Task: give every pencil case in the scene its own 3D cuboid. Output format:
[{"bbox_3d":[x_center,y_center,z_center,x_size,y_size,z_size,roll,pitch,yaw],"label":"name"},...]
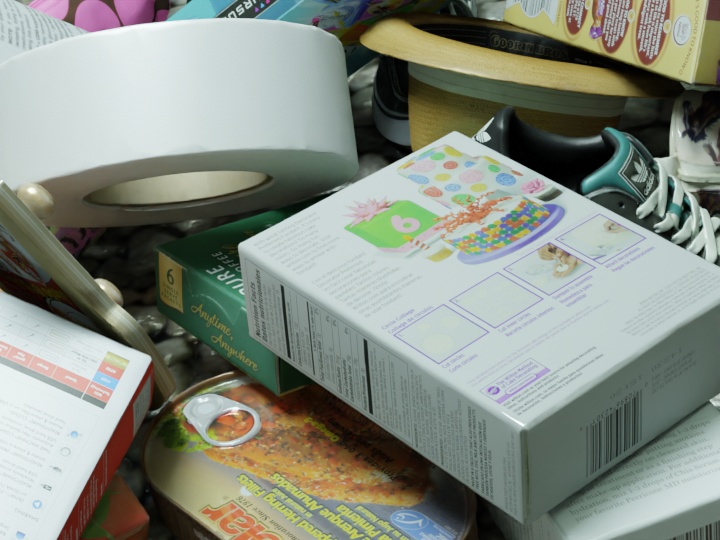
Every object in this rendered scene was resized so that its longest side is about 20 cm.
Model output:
[{"bbox_3d":[0.267,-0.058,1.093,0.198,0.079,0.089,3,11,18],"label":"pencil case"},{"bbox_3d":[-0.209,-0.160,1.352,0.090,0.094,0.200,8,38,25],"label":"pencil case"}]

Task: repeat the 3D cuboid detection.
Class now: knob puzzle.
[{"bbox_3d":[-0.155,-0.001,0.996,0.219,0.220,0.030,28,70,42],"label":"knob puzzle"}]

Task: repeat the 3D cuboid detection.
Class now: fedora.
[{"bbox_3d":[0.091,-0.097,1.168,0.199,0.083,0.201,10,14,-3],"label":"fedora"}]

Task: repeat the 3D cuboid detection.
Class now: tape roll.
[{"bbox_3d":[-0.103,-0.076,1.071,0.200,0.071,0.202,-7,-7,-1],"label":"tape roll"}]

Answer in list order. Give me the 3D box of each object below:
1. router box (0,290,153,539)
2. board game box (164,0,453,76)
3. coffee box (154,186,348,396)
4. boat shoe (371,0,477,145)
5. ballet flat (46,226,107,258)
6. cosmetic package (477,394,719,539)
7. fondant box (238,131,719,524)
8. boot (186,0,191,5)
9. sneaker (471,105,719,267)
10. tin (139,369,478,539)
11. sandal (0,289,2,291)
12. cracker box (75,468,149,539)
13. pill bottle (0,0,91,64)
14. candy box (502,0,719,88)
[{"bbox_3d":[-0.221,0.082,0.899,0.199,0.049,0.180,24,59,5],"label":"router box"},{"bbox_3d":[-0.021,-0.162,1.198,0.199,0.047,0.151,-34,-15,27],"label":"board game box"},{"bbox_3d":[0.000,0.000,1.079,0.199,0.044,0.123,-19,33,-35],"label":"coffee box"},{"bbox_3d":[0.046,-0.157,1.300,0.073,0.069,0.200,0,36,14],"label":"boat shoe"},{"bbox_3d":[-0.244,-0.005,1.176,0.198,0.069,0.072,-5,53,14],"label":"ballet flat"},{"bbox_3d":[0.106,0.082,0.944,0.101,0.072,0.200,-17,36,-11],"label":"cosmetic package"},{"bbox_3d":[0.059,0.019,0.925,0.144,0.059,0.200,-29,42,-30],"label":"fondant box"},{"bbox_3d":[-0.052,-0.230,1.427,0.197,0.074,0.163,-14,37,-18],"label":"boot"},{"bbox_3d":[0.145,-0.023,1.033,0.198,0.080,0.072,19,41,2],"label":"sneaker"},{"bbox_3d":[-0.027,0.112,0.968,0.112,0.042,0.199,-28,38,-30],"label":"tin"},{"bbox_3d":[-0.206,0.045,1.061,0.059,0.079,0.207,-42,10,42],"label":"sandal"},{"bbox_3d":[-0.211,0.087,0.961,0.133,0.058,0.200,-28,68,-24],"label":"cracker box"},{"bbox_3d":[-0.225,-0.107,1.176,0.199,0.114,0.113,21,14,-39],"label":"pill bottle"},{"bbox_3d":[0.181,-0.144,1.120,0.116,0.057,0.200,2,13,-27],"label":"candy box"}]
